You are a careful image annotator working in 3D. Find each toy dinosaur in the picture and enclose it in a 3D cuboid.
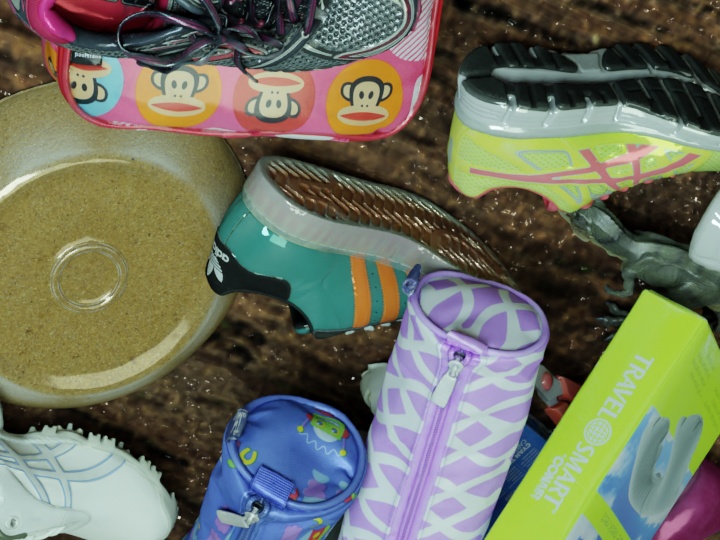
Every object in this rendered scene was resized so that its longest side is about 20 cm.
[{"bbox_3d":[0.193,0.012,1.302,0.199,0.048,0.088,19,146,-10],"label":"toy dinosaur"}]

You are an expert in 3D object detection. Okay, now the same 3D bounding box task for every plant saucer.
[{"bbox_3d":[-0.148,-0.004,1.184,0.199,0.035,0.201,-9,121,-16],"label":"plant saucer"}]

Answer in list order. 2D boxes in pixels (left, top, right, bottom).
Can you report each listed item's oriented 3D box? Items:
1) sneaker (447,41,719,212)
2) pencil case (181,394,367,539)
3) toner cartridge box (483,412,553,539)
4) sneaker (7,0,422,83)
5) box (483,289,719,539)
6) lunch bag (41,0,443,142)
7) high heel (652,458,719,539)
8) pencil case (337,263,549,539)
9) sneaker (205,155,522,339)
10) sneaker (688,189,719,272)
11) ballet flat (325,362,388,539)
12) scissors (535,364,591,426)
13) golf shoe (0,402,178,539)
[{"bbox_3d":[0.134,-0.073,1.240,0.199,0.078,0.091,5,129,-21],"label":"sneaker"},{"bbox_3d":[-0.065,0.153,1.238,0.078,0.087,0.200,36,134,7],"label":"pencil case"},{"bbox_3d":[0.050,0.174,1.357,0.200,0.043,0.095,-46,126,8],"label":"toner cartridge box"},{"bbox_3d":[-0.067,-0.121,1.032,0.199,0.075,0.081,0,116,-16],"label":"sneaker"},{"bbox_3d":[0.139,0.122,1.269,0.200,0.048,0.122,-56,151,-10],"label":"box"},{"bbox_3d":[-0.055,-0.158,1.109,0.199,0.082,0.177,2,113,-20],"label":"lunch bag"},{"bbox_3d":[0.157,0.198,1.400,0.096,0.067,0.200,34,89,-22],"label":"high heel"},{"bbox_3d":[0.043,0.097,1.206,0.083,0.086,0.201,14,120,1],"label":"pencil case"},{"bbox_3d":[0.000,0.000,1.222,0.199,0.072,0.080,20,119,-37],"label":"sneaker"},{"bbox_3d":[0.276,-0.029,1.266,0.200,0.099,0.078,-32,154,-36],"label":"sneaker"},{"bbox_3d":[0.016,0.101,1.291,0.068,0.068,0.200,34,102,-24],"label":"ballet flat"},{"bbox_3d":[0.111,0.076,1.284,0.200,0.014,0.074,28,66,-55],"label":"scissors"},{"bbox_3d":[-0.187,0.126,1.195,0.200,0.098,0.078,29,136,-32],"label":"golf shoe"}]
